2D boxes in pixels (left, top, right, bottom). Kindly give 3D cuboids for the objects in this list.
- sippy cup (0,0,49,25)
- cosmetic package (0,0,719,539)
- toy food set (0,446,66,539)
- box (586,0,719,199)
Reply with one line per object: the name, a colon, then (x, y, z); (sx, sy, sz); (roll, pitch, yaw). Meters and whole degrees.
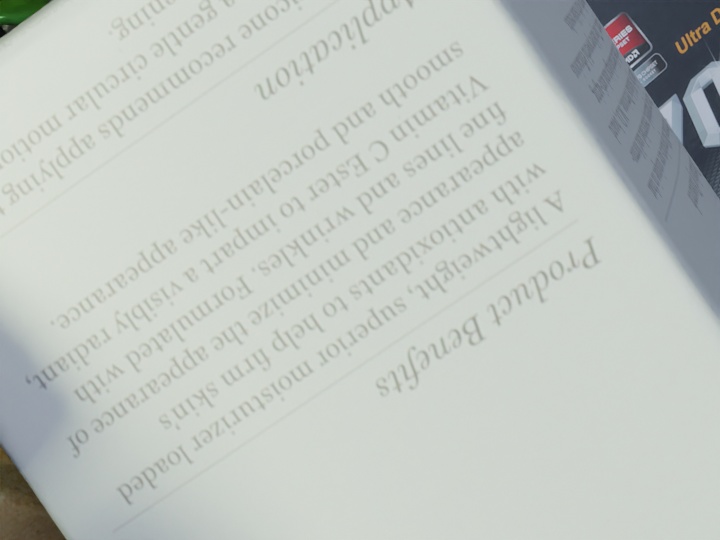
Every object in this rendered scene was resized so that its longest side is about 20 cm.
sippy cup: (-0.079, -0.164, 0.813); (0.130, 0.178, 0.140); (12, 54, -24)
cosmetic package: (0.000, 0.000, 0.771); (0.164, 0.165, 0.201); (-33, 95, 12)
toy food set: (-0.120, 0.131, 0.806); (0.200, 0.049, 0.198); (-38, 106, -8)
box: (0.124, -0.063, 0.892); (0.200, 0.046, 0.159); (-40, 95, -13)
